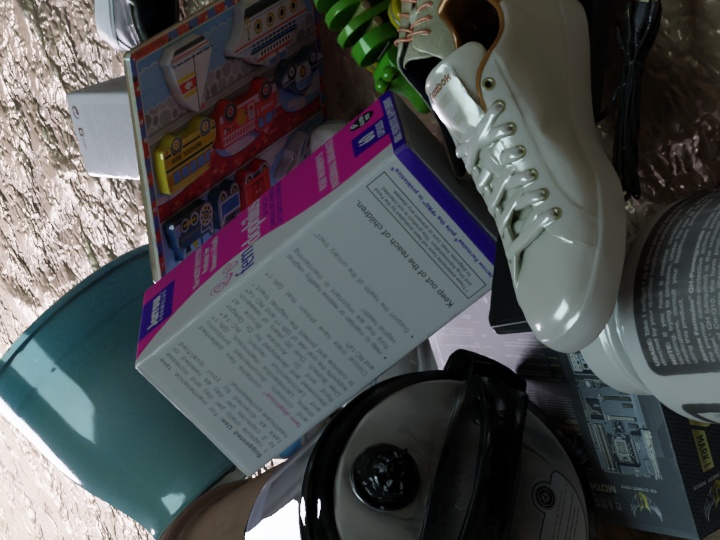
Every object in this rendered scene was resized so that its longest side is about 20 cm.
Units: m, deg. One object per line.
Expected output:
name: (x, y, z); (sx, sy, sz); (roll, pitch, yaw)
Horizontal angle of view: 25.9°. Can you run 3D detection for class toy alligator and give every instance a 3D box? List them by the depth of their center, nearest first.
toy alligator: (0.018, -0.134, 0.945); (0.200, 0.054, 0.059); (60, 149, 13)

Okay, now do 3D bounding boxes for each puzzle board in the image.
puzzle board: (-0.075, -0.099, 0.989); (0.017, 0.200, 0.151); (13, 123, 27)

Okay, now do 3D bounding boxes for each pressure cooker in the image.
pressure cooker: (0.034, 0.153, 0.886); (0.176, 0.178, 0.200); (63, 151, 13)

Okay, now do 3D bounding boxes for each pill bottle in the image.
pill bottle: (0.189, 0.014, 0.715); (0.200, 0.111, 0.111); (-10, 101, 59)

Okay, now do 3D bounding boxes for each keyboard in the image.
keyboard: (0.110, -0.070, 0.782); (0.127, 0.021, 0.201); (166, 113, -65)

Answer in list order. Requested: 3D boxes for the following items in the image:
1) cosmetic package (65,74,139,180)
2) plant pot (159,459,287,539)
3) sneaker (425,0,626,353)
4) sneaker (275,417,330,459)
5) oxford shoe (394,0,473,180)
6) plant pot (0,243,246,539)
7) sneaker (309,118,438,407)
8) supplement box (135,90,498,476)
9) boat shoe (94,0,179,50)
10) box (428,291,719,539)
cosmetic package: (-0.127, -0.112, 1.149); (0.200, 0.102, 0.074); (12, 120, 57)
plant pot: (-0.048, 0.219, 1.145); (0.200, 0.200, 0.175); (56, 146, 19)
sneaker: (0.068, -0.053, 0.739); (0.073, 0.084, 0.200); (-49, 38, 46)
sneaker: (-0.065, 0.056, 1.189); (0.072, 0.072, 0.201); (28, 131, 50)
oxford shoe: (0.051, -0.146, 0.865); (0.071, 0.074, 0.200); (-24, 88, 60)
plant pot: (-0.174, 0.111, 1.296); (0.188, 0.200, 0.200); (47, 146, 10)
sneaker: (0.000, 0.000, 1.032); (0.074, 0.087, 0.201); (1, 109, 60)
supplement box: (-0.023, 0.007, 0.901); (0.103, 0.200, 0.101); (45, -167, -21)
boat shoe: (-0.162, -0.249, 1.158); (0.057, 0.069, 0.200); (25, 134, 24)
box: (0.123, 0.066, 0.913); (0.200, 0.051, 0.158); (-2, 108, 58)
